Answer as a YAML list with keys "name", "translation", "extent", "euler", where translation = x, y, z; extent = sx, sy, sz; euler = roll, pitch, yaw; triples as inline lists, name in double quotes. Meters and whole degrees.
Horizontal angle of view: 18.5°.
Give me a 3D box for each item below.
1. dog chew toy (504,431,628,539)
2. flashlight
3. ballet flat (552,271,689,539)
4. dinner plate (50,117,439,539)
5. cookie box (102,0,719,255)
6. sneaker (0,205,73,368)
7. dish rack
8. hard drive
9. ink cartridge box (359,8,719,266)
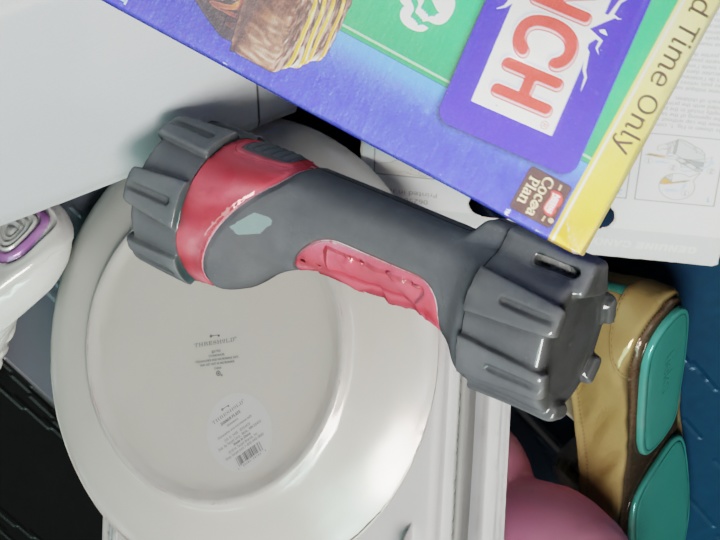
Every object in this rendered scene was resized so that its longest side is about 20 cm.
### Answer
- name: "dog chew toy"
  translation: [0.038, 0.118, 1.009]
  extent: [0.200, 0.124, 0.125]
  euler: [49, 134, 20]
- name: "flashlight"
  translation: [0.000, 0.000, 0.852]
  extent: [0.199, 0.068, 0.068]
  euler: [25, 157, 31]
- name: "ballet flat"
  translation: [0.119, 0.077, 1.032]
  extent: [0.063, 0.069, 0.201]
  euler: [22, 136, 29]
- name: "dinner plate"
  translation: [-0.058, 0.033, 0.939]
  extent: [0.199, 0.201, 0.024]
  euler: [-23, 167, 28]
- name: "cookie box"
  translation: [0.030, -0.127, 0.772]
  extent: [0.199, 0.075, 0.172]
  euler: [27, 99, -2]
- name: "sneaker"
  translation: [-0.193, 0.025, 1.037]
  extent: [0.200, 0.075, 0.099]
  euler: [-31, 139, 32]
- name: "dish rack"
  translation: [-0.033, 0.072, 0.960]
  extent: [0.199, 0.173, 0.043]
  euler: [2, 179, 31]
- name: "hard drive"
  translation: [-0.120, -0.076, 0.863]
  extent: [0.199, 0.027, 0.132]
  euler: [-22, 147, -15]
- name: "ink cartridge box"
  translation: [0.080, -0.094, 0.890]
  extent: [0.161, 0.057, 0.201]
  euler: [6, 141, 4]
